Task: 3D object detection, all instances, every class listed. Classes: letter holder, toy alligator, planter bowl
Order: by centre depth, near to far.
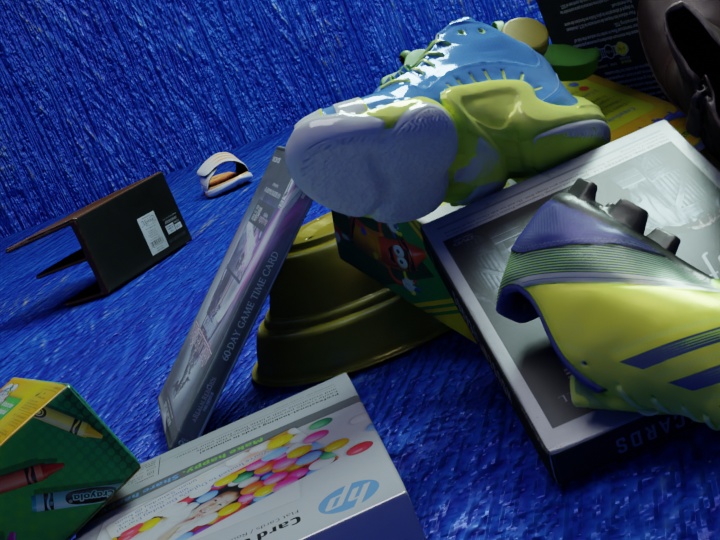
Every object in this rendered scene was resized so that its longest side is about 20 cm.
[{"bbox_3d":[0.051,-0.122,0.804,0.198,0.060,0.055,-16,53,-11],"label":"toy alligator"},{"bbox_3d":[0.000,0.000,0.916,0.199,0.084,0.201,-21,12,5],"label":"planter bowl"},{"bbox_3d":[-0.338,-0.033,1.666,0.141,0.101,0.200,-18,12,30],"label":"letter holder"}]

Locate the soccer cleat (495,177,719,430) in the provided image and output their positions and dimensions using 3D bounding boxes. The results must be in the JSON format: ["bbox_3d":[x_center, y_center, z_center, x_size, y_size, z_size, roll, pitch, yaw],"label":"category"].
[{"bbox_3d":[0.129,0.034,0.525,0.084,0.064,0.200,-56,40,6],"label":"soccer cleat"}]

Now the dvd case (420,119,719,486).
[{"bbox_3d":[0.125,0.005,0.626,0.149,0.025,0.200,-23,34,-1],"label":"dvd case"}]

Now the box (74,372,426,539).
[{"bbox_3d":[-0.058,0.118,0.600,0.155,0.041,0.200,-24,13,-3],"label":"box"}]

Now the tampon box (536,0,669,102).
[{"bbox_3d":[0.236,-0.162,0.911,0.149,0.202,0.126,-29,13,-24],"label":"tampon box"}]

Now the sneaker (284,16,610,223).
[{"bbox_3d":[0.038,-0.087,0.716,0.198,0.106,0.076,-2,-41,-30],"label":"sneaker"}]

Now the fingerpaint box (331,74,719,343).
[{"bbox_3d":[0.107,-0.045,0.811,0.199,0.074,0.166,-29,38,-27],"label":"fingerpaint box"}]

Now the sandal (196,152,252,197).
[{"bbox_3d":[-0.241,-0.165,2.178,0.079,0.060,0.206,-25,12,-15],"label":"sandal"}]

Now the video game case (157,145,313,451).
[{"bbox_3d":[-0.081,0.014,0.854,0.201,0.019,0.143,-64,14,1],"label":"video game case"}]

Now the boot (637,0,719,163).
[{"bbox_3d":[0.193,-0.113,0.691,0.072,0.201,0.166,-35,-28,16],"label":"boot"}]

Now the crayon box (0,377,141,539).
[{"bbox_3d":[-0.198,0.119,0.693,0.119,0.058,0.200,-45,13,-18],"label":"crayon box"}]
